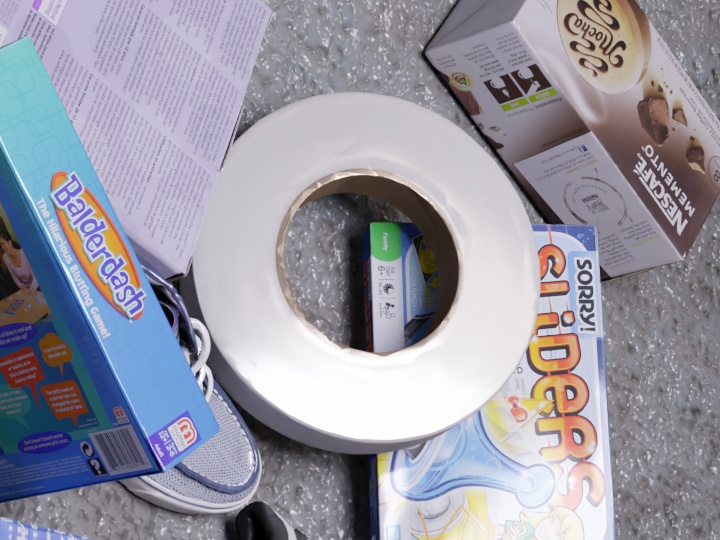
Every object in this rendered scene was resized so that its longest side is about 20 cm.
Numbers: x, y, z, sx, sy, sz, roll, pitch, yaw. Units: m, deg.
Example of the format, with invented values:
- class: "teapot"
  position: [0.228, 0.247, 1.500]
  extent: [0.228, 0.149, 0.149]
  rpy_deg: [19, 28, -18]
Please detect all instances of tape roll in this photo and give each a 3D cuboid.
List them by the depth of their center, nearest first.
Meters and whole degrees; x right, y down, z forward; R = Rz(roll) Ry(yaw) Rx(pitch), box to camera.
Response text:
- class: "tape roll"
  position: [0.000, 0.000, 1.206]
  extent: [0.203, 0.037, 0.203]
  rpy_deg: [5, 74, -17]

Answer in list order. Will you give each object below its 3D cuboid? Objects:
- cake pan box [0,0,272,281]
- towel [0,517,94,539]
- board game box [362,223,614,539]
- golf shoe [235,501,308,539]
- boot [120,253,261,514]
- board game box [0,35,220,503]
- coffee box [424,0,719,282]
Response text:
- class: "cake pan box"
  position: [-0.143, -0.112, 1.130]
  extent: [0.184, 0.052, 0.200]
  rpy_deg: [38, 49, -30]
- class: "towel"
  position: [-0.164, 0.187, 1.021]
  extent: [0.200, 0.024, 0.145]
  rpy_deg: [28, 63, -58]
- class: "board game box"
  position: [0.072, 0.073, 1.257]
  extent: [0.135, 0.034, 0.200]
  rpy_deg: [0, 74, -8]
- class: "golf shoe"
  position: [-0.081, 0.196, 1.113]
  extent: [0.092, 0.073, 0.200]
  rpy_deg: [58, 35, -8]
- class: "boot"
  position: [-0.104, 0.057, 1.109]
  extent: [0.200, 0.090, 0.073]
  rpy_deg: [40, 55, -30]
- class: "board game box"
  position: [-0.167, 0.007, 1.018]
  extent: [0.045, 0.152, 0.200]
  rpy_deg: [-36, 105, -44]
- class: "coffee box"
  position: [0.144, -0.105, 1.399]
  extent: [0.200, 0.080, 0.113]
  rpy_deg: [52, 48, -22]
